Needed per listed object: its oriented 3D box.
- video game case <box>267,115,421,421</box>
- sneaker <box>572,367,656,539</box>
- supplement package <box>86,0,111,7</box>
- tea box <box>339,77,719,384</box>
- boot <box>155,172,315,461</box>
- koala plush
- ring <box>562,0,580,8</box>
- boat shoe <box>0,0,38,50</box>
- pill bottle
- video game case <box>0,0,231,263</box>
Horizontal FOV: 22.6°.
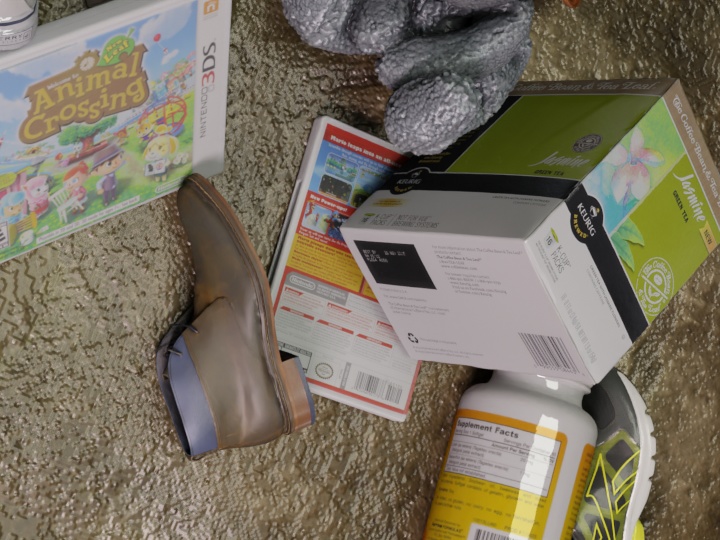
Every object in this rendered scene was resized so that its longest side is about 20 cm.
[{"bbox_3d":[0.000,0.000,1.377,0.142,0.017,0.201,21,80,-27],"label":"video game case"},{"bbox_3d":[0.184,0.175,1.444,0.084,0.074,0.201,-1,90,-28],"label":"sneaker"},{"bbox_3d":[-0.138,-0.296,1.244,0.121,0.120,0.201,-15,97,-30],"label":"supplement package"},{"bbox_3d":[0.132,-0.035,1.325,0.197,0.200,0.134,-45,120,-27],"label":"tea box"},{"bbox_3d":[-0.111,0.037,1.280,0.097,0.075,0.201,-24,94,-18],"label":"boot"},{"bbox_3d":[0.081,-0.219,1.296,0.177,0.200,0.183,48,41,16],"label":"koala plush"},{"bbox_3d":[0.161,-0.304,1.388,0.019,0.200,0.202,-3,92,15],"label":"ring"},{"bbox_3d":[-0.235,-0.225,1.155,0.073,0.200,0.067,-6,135,-20],"label":"boat shoe"},{"bbox_3d":[0.120,0.153,1.388,0.111,0.111,0.201,21,80,-27],"label":"pill bottle"},{"bbox_3d":[-0.177,-0.101,1.212,0.199,0.022,0.183,-24,145,-26],"label":"video game case"}]
